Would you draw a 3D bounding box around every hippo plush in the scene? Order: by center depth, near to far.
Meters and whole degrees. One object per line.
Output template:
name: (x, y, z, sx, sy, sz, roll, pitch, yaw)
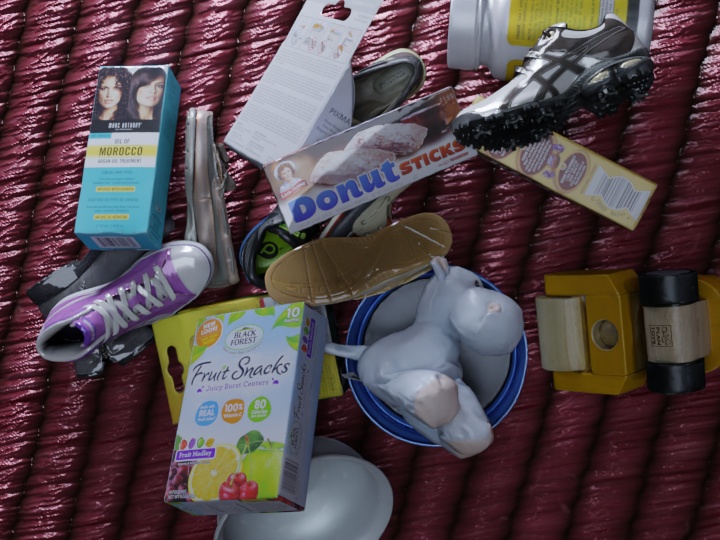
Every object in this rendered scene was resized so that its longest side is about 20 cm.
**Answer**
hippo plush: (0.091, 0.085, 1.078, 0.200, 0.159, 0.161, 27, 76, 45)

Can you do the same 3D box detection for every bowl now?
bowl: (-0.072, 0.247, 1.133, 0.200, 0.090, 0.202, -13, 129, -16)
bowl: (0.083, 0.091, 1.149, 0.200, 0.039, 0.202, 1, 95, 7)

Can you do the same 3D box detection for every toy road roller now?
toy road roller: (0.297, 0.057, 1.096, 0.200, 0.146, 0.123, -2, 95, 44)

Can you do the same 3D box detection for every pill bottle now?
pill bottle: (0.192, -0.250, 1.072, 0.199, 0.114, 0.115, 5, 95, 6)

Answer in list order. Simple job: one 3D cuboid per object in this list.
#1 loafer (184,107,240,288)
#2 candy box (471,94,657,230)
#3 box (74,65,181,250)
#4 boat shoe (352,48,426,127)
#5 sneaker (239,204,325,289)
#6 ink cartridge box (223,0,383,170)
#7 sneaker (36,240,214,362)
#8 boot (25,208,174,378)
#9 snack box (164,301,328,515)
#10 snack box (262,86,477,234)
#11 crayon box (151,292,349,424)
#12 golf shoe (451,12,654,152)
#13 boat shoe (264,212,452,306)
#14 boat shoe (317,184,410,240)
loafer: (-0.164, -0.079, 1.159, 0.063, 0.072, 0.201, 0, 101, -10)
candy box: (0.198, -0.111, 1.081, 0.199, 0.117, 0.057, 26, 97, 4)
box: (-0.250, -0.123, 1.129, 0.082, 0.049, 0.201, 0, 70, 7)
boat shoe: (-0.018, -0.172, 1.128, 0.200, 0.065, 0.073, -39, 91, 9)
sneaker: (-0.061, -0.059, 1.117, 0.071, 0.083, 0.200, 29, 111, -22)
ink cartridge box: (-0.050, -0.191, 1.090, 0.057, 0.162, 0.200, 34, 89, -35)
sneaker: (-0.247, 0.041, 1.096, 0.200, 0.114, 0.073, -28, 103, 7)
boot: (-0.265, 0.027, 1.182, 0.200, 0.070, 0.132, -31, 97, 15)
snack box: (-0.113, 0.139, 1.049, 0.142, 0.053, 0.201, -9, 60, 30)
snack box: (0.009, -0.107, 1.013, 0.199, 0.024, 0.072, -23, 99, -3)
crayon box: (-0.123, 0.092, 1.168, 0.199, 0.051, 0.127, -10, 93, 7)
golf shoe: (0.175, -0.180, 0.997, 0.199, 0.078, 0.095, -19, 71, -1)
boat shoe: (0.000, 0.000, 1.096, 0.199, 0.069, 0.074, -15, 71, -3)
boat shoe: (0.014, -0.071, 1.132, 0.062, 0.071, 0.200, 35, 98, -5)
